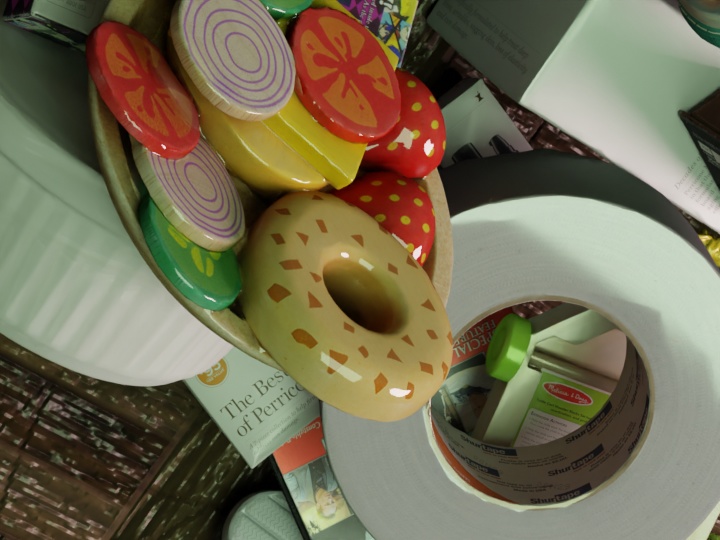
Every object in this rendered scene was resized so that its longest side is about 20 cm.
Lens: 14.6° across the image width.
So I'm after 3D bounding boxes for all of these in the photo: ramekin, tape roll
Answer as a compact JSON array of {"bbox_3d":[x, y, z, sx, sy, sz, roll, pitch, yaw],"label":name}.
[{"bbox_3d":[-0.113,-0.036,1.209,0.202,0.203,0.094,21,116,-31],"label":"ramekin"},{"bbox_3d":[0.078,0.049,1.289,0.199,0.066,0.202,-2,111,-4],"label":"tape roll"}]

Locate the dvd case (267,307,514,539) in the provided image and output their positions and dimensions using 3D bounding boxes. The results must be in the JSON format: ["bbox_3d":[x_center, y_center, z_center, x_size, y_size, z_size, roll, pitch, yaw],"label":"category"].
[{"bbox_3d":[0.034,0.101,1.398,0.145,0.022,0.201,-26,98,-11],"label":"dvd case"}]

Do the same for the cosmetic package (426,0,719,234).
[{"bbox_3d":[0.142,-0.088,1.345,0.199,0.113,0.081,28,101,-31],"label":"cosmetic package"}]

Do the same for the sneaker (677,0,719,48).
[{"bbox_3d":[0.181,-0.143,1.287,0.071,0.200,0.080,-13,121,15],"label":"sneaker"}]

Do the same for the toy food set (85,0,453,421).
[{"bbox_3d":[-0.031,-0.046,1.130,0.198,0.201,0.049,41,132,-21],"label":"toy food set"}]

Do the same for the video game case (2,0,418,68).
[{"bbox_3d":[-0.046,-0.169,1.215,0.181,0.036,0.201,21,78,-31],"label":"video game case"}]

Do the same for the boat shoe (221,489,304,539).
[{"bbox_3d":[0.003,0.187,1.442,0.200,0.071,0.072,43,83,-12],"label":"boat shoe"}]

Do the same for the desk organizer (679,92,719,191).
[{"bbox_3d":[0.233,-0.032,1.230,0.077,0.200,0.072,-38,125,-7],"label":"desk organizer"}]

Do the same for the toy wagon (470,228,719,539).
[{"bbox_3d":[0.131,0.070,1.364,0.154,0.040,0.201,21,102,-13],"label":"toy wagon"}]

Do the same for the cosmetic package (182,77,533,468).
[{"bbox_3d":[0.000,0.000,1.342,0.200,0.051,0.083,-39,96,-3],"label":"cosmetic package"}]
